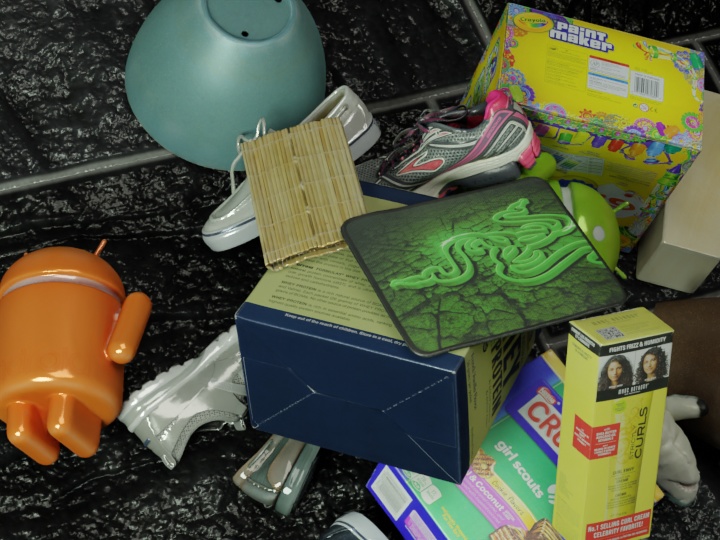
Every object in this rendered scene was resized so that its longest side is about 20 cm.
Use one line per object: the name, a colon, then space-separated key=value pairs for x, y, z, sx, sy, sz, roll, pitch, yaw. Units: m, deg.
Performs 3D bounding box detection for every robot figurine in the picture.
robot figurine: x=-0.259 y=0.064 z=1.605 sx=0.117 sy=0.144 sz=0.200 roll=15 pitch=56 yaw=-27
robot figurine: x=0.154 y=-0.026 z=1.753 sx=0.200 sy=0.176 sz=0.116 roll=-2 pitch=24 yaw=1

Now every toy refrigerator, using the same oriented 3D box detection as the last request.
toy refrigerator: x=0.331 y=-0.084 z=1.878 sx=0.070 sy=0.076 sz=0.200 roll=15 pitch=57 yaw=-7

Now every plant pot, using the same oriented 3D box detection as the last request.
plant pot: x=-0.121 y=-0.216 z=1.794 sx=0.200 sy=0.135 sz=0.200 roll=7 pitch=59 yaw=-11
plant pot: x=0.363 y=0.099 z=1.738 sx=0.200 sy=0.187 sz=0.187 roll=13 pitch=57 yaw=11

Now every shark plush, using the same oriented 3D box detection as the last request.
shark plush: x=0.224 y=0.144 z=1.711 sx=0.200 sy=0.083 sz=0.091 roll=23 pitch=53 yaw=21

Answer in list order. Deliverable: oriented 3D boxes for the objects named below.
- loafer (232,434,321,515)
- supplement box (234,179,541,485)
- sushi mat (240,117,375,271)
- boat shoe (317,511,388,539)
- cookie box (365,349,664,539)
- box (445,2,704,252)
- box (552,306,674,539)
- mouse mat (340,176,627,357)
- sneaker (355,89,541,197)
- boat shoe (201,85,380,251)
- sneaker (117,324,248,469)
loafer: x=-0.049 y=0.121 z=1.660 sx=0.063 sy=0.072 sz=0.200 roll=23 pitch=59 yaw=5
supplement box: x=0.030 y=0.046 z=1.582 sx=0.200 sy=0.134 sz=0.200 roll=14 pitch=44 yaw=20
sushi mat: x=-0.048 y=-0.071 z=1.615 sx=0.096 sy=0.012 sz=0.200 roll=-16 pitch=36 yaw=1
boat shoe: x=0.026 y=0.303 z=1.578 sx=0.200 sy=0.071 sz=0.091 roll=41 pitch=60 yaw=18
cookie box: x=0.136 y=0.192 z=1.629 sx=0.200 sy=0.075 sz=0.171 roll=-30 pitch=74 yaw=-29
box: x=0.204 y=-0.134 z=1.802 sx=0.200 sy=0.193 sz=0.122 roll=14 pitch=57 yaw=-8
box: x=0.207 y=0.133 z=1.531 sx=0.075 sy=0.200 sz=0.050 roll=-9 pitch=28 yaw=-24
mouse mat: x=0.101 y=-0.007 z=1.523 sx=0.200 sy=0.008 sz=0.161 roll=-13 pitch=50 yaw=-22
sneaker: x=0.063 y=-0.109 z=1.705 sx=0.200 sy=0.075 sz=0.081 roll=-20 pitch=34 yaw=19
boat shoe: x=-0.079 y=-0.106 z=1.740 sx=0.202 sy=0.075 sz=0.086 roll=-37 pitch=116 yaw=-8
sneaker: x=-0.118 y=0.104 z=1.658 sx=0.200 sy=0.075 sz=0.082 roll=-33 pitch=86 yaw=-20
